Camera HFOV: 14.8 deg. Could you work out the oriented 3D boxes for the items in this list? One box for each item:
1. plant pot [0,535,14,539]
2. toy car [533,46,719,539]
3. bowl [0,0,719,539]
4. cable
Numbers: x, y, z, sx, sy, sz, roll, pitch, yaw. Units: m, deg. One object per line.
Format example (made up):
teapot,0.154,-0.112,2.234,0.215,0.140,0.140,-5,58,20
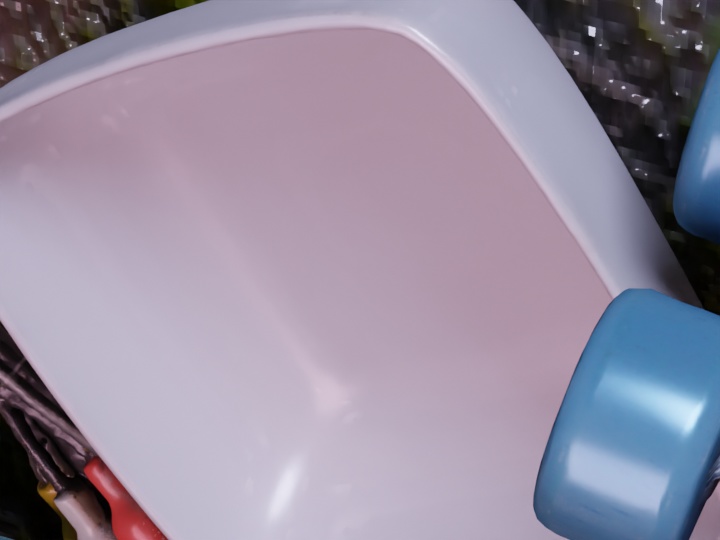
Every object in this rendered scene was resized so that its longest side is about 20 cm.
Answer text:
plant pot,-0.140,0.168,0.914,0.200,0.200,0.134,26,142,5
toy car,0.149,0.063,0.700,0.184,0.177,0.200,21,151,11
bowl,0.000,0.000,0.778,0.200,0.075,0.200,-13,123,37
cable,-0.106,0.052,0.894,0.200,0.050,0.097,42,160,-16
